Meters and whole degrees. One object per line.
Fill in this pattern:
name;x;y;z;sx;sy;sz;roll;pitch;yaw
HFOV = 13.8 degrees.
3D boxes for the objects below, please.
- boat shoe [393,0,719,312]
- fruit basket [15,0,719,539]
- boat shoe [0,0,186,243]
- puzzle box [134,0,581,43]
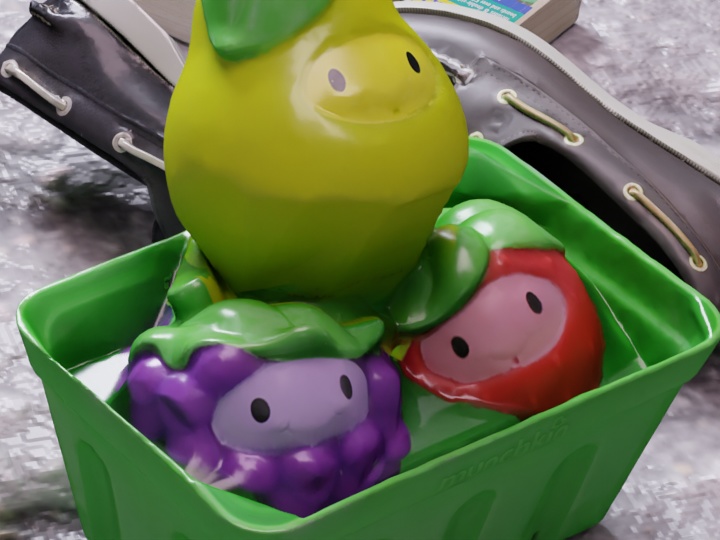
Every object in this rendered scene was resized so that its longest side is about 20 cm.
boat shoe;0.062;-0.039;1.111;0.201;0.072;0.060;29;37;23
fruit basket;0.000;0.000;0.938;0.215;0.217;0.155;-21;44;-34
boat shoe;-0.056;-0.032;1.090;0.200;0.074;0.060;43;88;17
puzzle box;-0.023;-0.126;1.255;0.199;0.026;0.133;25;40;22
